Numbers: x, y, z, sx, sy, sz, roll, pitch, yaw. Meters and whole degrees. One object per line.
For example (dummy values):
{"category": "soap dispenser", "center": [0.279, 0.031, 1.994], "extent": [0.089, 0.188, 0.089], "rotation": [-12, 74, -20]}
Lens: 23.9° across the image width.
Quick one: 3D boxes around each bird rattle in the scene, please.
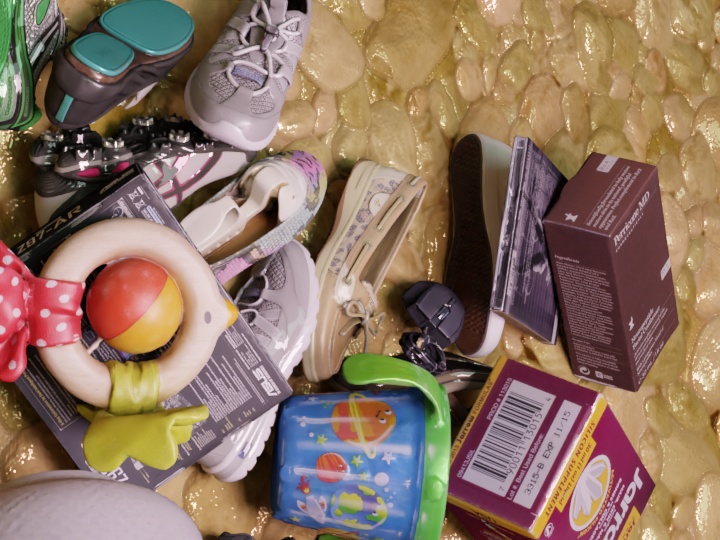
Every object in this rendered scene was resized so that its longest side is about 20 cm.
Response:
{"category": "bird rattle", "center": [-0.177, 0.038, 1.157], "extent": [0.200, 0.113, 0.163], "rotation": [45, 79, -6]}

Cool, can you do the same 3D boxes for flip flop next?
{"category": "flip flop", "center": [0.059, 0.105, 1.440], "extent": [0.199, 0.081, 0.058], "rotation": [-1, 104, -40]}

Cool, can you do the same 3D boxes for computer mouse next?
{"category": "computer mouse", "center": [0.061, 0.043, 1.397], "extent": [0.059, 0.034, 0.200], "rotation": [51, 12, -6]}

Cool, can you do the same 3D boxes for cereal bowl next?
{"category": "cereal bowl", "center": [-0.200, 0.190, 1.135], "extent": [0.199, 0.200, 0.084], "rotation": [16, 52, -38]}

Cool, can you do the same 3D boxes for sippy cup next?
{"category": "sippy cup", "center": [-0.003, 0.151, 1.326], "extent": [0.129, 0.140, 0.180], "rotation": [5, 90, -5]}

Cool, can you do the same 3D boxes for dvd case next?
{"category": "dvd case", "center": [0.154, -0.022, 1.497], "extent": [0.200, 0.016, 0.150], "rotation": [28, 69, -68]}

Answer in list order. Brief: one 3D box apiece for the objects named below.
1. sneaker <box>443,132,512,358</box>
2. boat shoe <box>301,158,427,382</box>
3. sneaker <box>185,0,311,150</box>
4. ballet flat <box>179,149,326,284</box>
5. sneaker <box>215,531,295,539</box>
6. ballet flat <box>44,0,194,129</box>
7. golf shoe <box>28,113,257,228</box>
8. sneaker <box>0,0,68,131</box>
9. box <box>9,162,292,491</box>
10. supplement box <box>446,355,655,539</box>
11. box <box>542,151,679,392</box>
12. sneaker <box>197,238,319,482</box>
{"category": "sneaker", "center": [0.126, -0.019, 1.508], "extent": [0.084, 0.073, 0.202], "rotation": [13, 75, -36]}
{"category": "boat shoe", "center": [0.000, 0.000, 1.388], "extent": [0.073, 0.062, 0.202], "rotation": [77, 28, -65]}
{"category": "sneaker", "center": [-0.081, -0.171, 1.296], "extent": [0.074, 0.082, 0.201], "rotation": [21, 41, -9]}
{"category": "ballet flat", "center": [-0.095, -0.040, 1.308], "extent": [0.069, 0.071, 0.200], "rotation": [41, 61, 16]}
{"category": "sneaker", "center": [-0.040, 0.256, 1.328], "extent": [0.199, 0.074, 0.085], "rotation": [21, 74, -37]}
{"category": "ballet flat", "center": [-0.185, -0.151, 1.256], "extent": [0.068, 0.069, 0.200], "rotation": [34, 25, 4]}
{"category": "golf shoe", "center": [-0.164, -0.068, 1.282], "extent": [0.199, 0.077, 0.089], "rotation": [-12, 115, -41]}
{"category": "sneaker", "center": [-0.248, -0.196, 1.222], "extent": [0.085, 0.078, 0.202], "rotation": [22, 79, -43]}
{"category": "box", "center": [-0.167, 0.051, 1.216], "extent": [0.160, 0.044, 0.201], "rotation": [-35, 109, -2]}
{"category": "supplement box", "center": [0.158, 0.182, 1.431], "extent": [0.132, 0.103, 0.200], "rotation": [-61, 147, -15]}
{"category": "box", "center": [0.232, 0.003, 1.549], "extent": [0.100, 0.074, 0.201], "rotation": [-51, 140, -32]}
{"category": "sneaker", "center": [-0.092, 0.057, 1.311], "extent": [0.082, 0.074, 0.202], "rotation": [31, 63, -30]}
